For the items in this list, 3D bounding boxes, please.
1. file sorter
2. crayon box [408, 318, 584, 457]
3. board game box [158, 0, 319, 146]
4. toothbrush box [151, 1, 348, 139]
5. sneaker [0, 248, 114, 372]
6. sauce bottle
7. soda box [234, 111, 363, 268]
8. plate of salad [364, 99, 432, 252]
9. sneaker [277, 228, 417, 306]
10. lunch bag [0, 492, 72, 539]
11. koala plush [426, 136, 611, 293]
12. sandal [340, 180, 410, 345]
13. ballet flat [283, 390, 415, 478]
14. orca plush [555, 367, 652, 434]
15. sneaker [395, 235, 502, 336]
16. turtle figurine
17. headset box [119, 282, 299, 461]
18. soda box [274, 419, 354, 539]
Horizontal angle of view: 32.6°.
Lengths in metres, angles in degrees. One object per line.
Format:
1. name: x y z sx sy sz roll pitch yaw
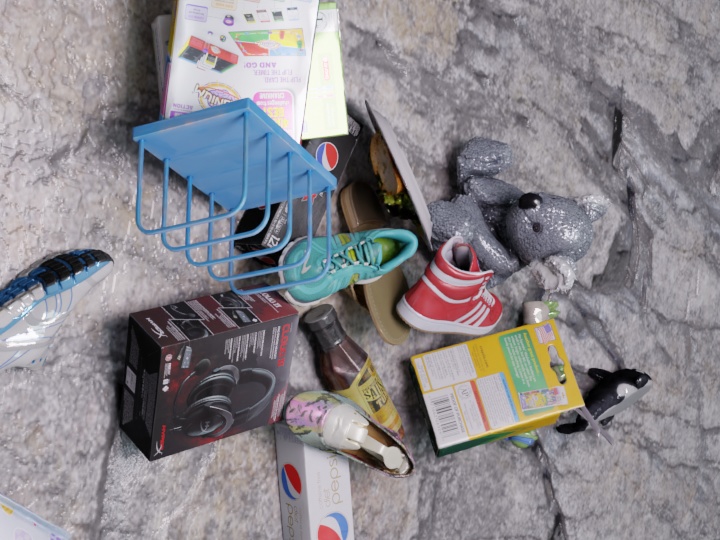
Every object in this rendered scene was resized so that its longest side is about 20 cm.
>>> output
1. file sorter: -0.128 -0.068 1.285 0.200 0.137 0.124 38 47 -58
2. crayon box: 0.174 0.151 1.595 0.198 0.052 0.127 -15 69 -6
3. board game box: -0.125 -0.240 1.290 0.151 0.040 0.203 8 94 -15
4. toothbrush box: -0.122 -0.212 1.359 0.197 0.086 0.148 -8 98 -15
5. sneaker: -0.333 0.052 1.265 0.199 0.075 0.087 -35 121 -24
6. sauce bottle: -0.010 0.135 1.525 0.066 0.066 0.201 -42 118 -29
7. soda box: -0.073 -0.102 1.457 0.063 0.070 0.202 35 71 -33
8. plate of salad: 0.038 -0.110 1.493 0.048 0.200 0.202 -25 112 1
9. sneaker: -0.015 -0.015 1.412 0.199 0.079 0.078 -21 93 -44
10. lunch bag: -0.409 0.276 1.176 0.200 0.127 0.171 40 66 -26
11. koala plush: 0.215 -0.053 1.592 0.178 0.198 0.185 -59 139 -31
12. sandal: 0.004 0.000 1.535 0.077 0.069 0.214 1 69 -45
13. ballet flat: -0.002 0.196 1.448 0.199 0.071 0.070 33 81 -40
14. orca plush: 0.358 0.184 1.844 0.199 0.071 0.106 -29 155 -30
15. sneaker: 0.137 0.018 1.525 0.199 0.071 0.113 -1 131 -53
16. turtle figurine: 0.274 0.146 1.691 0.143 0.198 0.197 15 71 -46
17. headset box: -0.159 0.107 1.365 0.198 0.077 0.150 -12 126 -37
18. soda box: -0.054 0.280 1.499 0.068 0.063 0.203 -9 99 -38
